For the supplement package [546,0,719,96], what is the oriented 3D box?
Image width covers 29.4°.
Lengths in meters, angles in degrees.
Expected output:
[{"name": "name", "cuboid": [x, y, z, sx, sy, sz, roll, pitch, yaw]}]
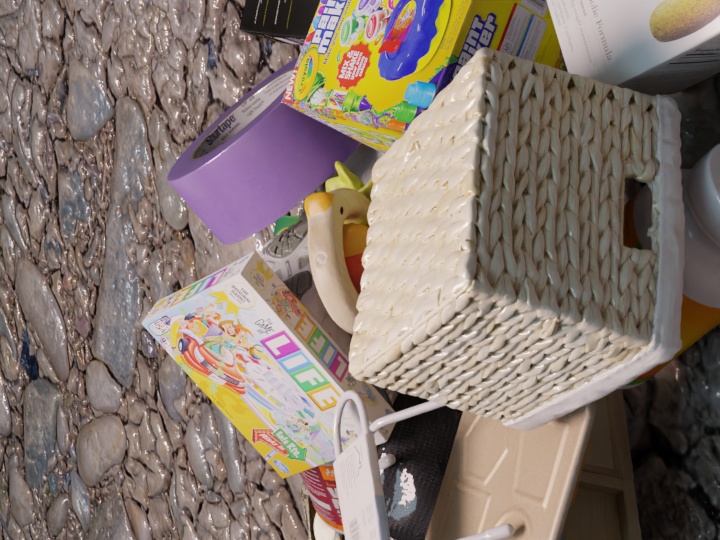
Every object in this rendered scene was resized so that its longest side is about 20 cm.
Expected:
[{"name": "supplement package", "cuboid": [0.237, -0.203, 0.947, 0.200, 0.109, 0.114, -25, 79, 54]}]

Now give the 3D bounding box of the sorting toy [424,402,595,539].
[{"name": "sorting toy", "cuboid": [0.115, 0.178, 1.077, 0.185, 0.036, 0.201, 5, 82, 67]}]

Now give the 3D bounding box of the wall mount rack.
[{"name": "wall mount rack", "cuboid": [0.040, 0.179, 1.098, 0.174, 0.074, 0.201, -49, 44, 52]}]

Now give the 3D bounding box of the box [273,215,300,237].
[{"name": "box", "cuboid": [-0.041, 0.040, 1.467, 0.117, 0.048, 0.201, 9, 108, 54]}]

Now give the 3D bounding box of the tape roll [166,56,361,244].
[{"name": "tape roll", "cuboid": [-0.088, -0.122, 1.343, 0.085, 0.200, 0.200, 50, 148, -15]}]

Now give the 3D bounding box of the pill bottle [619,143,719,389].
[{"name": "pill bottle", "cuboid": [0.229, -0.004, 1.013, 0.200, 0.111, 0.111, -51, 59, 48]}]

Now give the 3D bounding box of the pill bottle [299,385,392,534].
[{"name": "pill bottle", "cuboid": [-0.016, 0.164, 1.346, 0.110, 0.109, 0.200, 43, 160, 40]}]

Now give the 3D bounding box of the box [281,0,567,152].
[{"name": "box", "cuboid": [0.066, -0.195, 1.120, 0.192, 0.122, 0.201, 19, 88, 51]}]

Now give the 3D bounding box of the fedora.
[{"name": "fedora", "cuboid": [0.056, 0.177, 1.245, 0.201, 0.091, 0.201, -163, 90, -89]}]

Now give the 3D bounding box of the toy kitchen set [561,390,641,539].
[{"name": "toy kitchen set", "cuboid": [0.184, 0.218, 1.169, 0.200, 0.163, 0.181, 124, 154, -47]}]

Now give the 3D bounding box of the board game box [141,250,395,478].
[{"name": "board game box", "cuboid": [-0.079, 0.087, 1.201, 0.134, 0.034, 0.200, -26, 113, 38]}]

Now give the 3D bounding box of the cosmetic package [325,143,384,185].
[{"name": "cosmetic package", "cuboid": [0.050, -0.038, 1.310, 0.151, 0.052, 0.201, -37, 70, 54]}]

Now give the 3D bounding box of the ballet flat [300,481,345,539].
[{"name": "ballet flat", "cuboid": [-0.029, 0.316, 1.497, 0.075, 0.068, 0.201, 51, -153, -85]}]

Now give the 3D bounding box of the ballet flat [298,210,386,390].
[{"name": "ballet flat", "cuboid": [-0.009, 0.030, 1.376, 0.064, 0.067, 0.201, -117, 8, -79]}]

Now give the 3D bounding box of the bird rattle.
[{"name": "bird rattle", "cuboid": [0.000, 0.000, 1.202, 0.112, 0.163, 0.201, -4, 87, 29]}]

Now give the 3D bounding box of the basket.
[{"name": "basket", "cuboid": [0.105, -0.017, 0.958, 0.200, 0.160, 0.199, 136, 145, -58]}]

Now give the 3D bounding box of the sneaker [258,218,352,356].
[{"name": "sneaker", "cuboid": [-0.043, 0.022, 1.285, 0.099, 0.078, 0.200, 56, -163, -27]}]

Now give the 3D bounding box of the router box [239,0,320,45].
[{"name": "router box", "cuboid": [-0.038, -0.316, 1.309, 0.149, 0.051, 0.201, 20, 97, 52]}]
